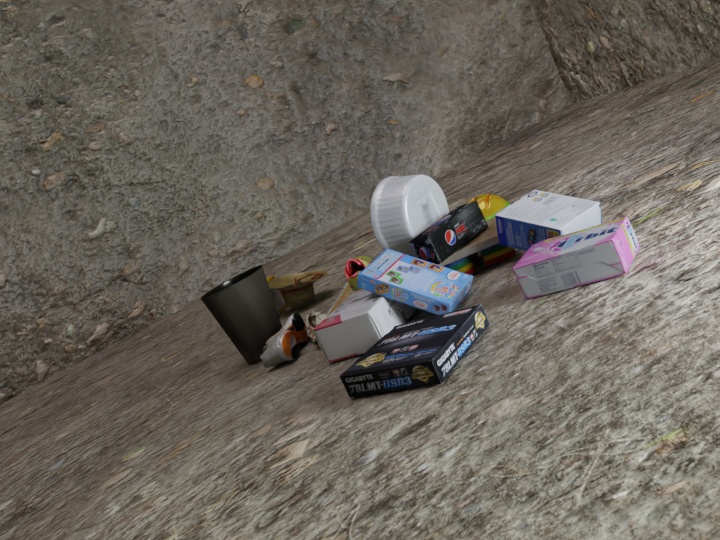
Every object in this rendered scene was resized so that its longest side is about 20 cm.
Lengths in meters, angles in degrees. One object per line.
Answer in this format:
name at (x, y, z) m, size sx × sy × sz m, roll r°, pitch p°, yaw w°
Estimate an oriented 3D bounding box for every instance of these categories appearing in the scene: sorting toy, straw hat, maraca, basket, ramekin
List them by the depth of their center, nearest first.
sorting toy at (0.265, -0.048, 1.708) m, size 0.198 × 0.070 × 0.200 m, roll -23°, pitch 11°, yaw 17°
ramekin at (0.122, -0.129, 1.735) m, size 0.097 × 0.202 × 0.200 m, roll -8°, pitch 19°, yaw 42°
basket at (-0.273, 0.115, 1.829) m, size 0.180 × 0.201 × 0.136 m, roll -34°, pitch 14°, yaw -36°
maraca at (0.312, -0.142, 1.959) m, size 0.137 × 0.107 × 0.200 m, roll -32°, pitch 12°, yaw -31°
straw hat at (-0.185, 0.065, 2.201) m, size 0.200 × 0.086 × 0.201 m, roll -11°, pitch 12°, yaw 2°

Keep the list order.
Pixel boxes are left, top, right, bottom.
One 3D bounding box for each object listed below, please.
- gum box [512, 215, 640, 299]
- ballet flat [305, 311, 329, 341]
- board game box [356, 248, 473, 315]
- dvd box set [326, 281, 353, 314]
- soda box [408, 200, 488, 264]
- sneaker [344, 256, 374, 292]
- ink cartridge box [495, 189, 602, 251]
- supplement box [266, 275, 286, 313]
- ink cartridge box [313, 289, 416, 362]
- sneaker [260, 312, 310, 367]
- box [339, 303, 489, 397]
gum box at (0.375, -0.020, 1.306) m, size 0.199 × 0.066 × 0.113 m, roll -18°, pitch 13°, yaw 37°
ballet flat at (-0.088, 0.128, 1.688) m, size 0.075 × 0.064 × 0.200 m, roll -18°, pitch 8°, yaw -20°
board game box at (0.114, 0.022, 1.517) m, size 0.199 × 0.037 × 0.151 m, roll 18°, pitch 28°, yaw 19°
dvd box set at (0.015, 0.060, 1.771) m, size 0.199 × 0.029 × 0.147 m, roll -15°, pitch 33°, yaw 47°
soda box at (0.198, -0.082, 1.643) m, size 0.063 × 0.071 × 0.200 m, roll -16°, pitch 14°, yaw 48°
sneaker at (0.000, 0.000, 1.747) m, size 0.078 × 0.090 × 0.200 m, roll -38°, pitch 21°, yaw 7°
ink cartridge box at (0.372, -0.099, 1.516) m, size 0.136 × 0.077 × 0.199 m, roll -31°, pitch 33°, yaw -30°
supplement box at (-0.317, 0.109, 2.232) m, size 0.109 × 0.109 × 0.200 m, roll -22°, pitch 10°, yaw 21°
ink cartridge box at (0.015, 0.098, 1.542) m, size 0.146 × 0.083 × 0.200 m, roll -20°, pitch 12°, yaw 31°
sneaker at (-0.183, 0.164, 1.738) m, size 0.092 × 0.076 × 0.200 m, roll -27°, pitch 8°, yaw 17°
box at (0.095, 0.137, 1.261) m, size 0.199 × 0.050 × 0.198 m, roll -17°, pitch 14°, yaw 39°
